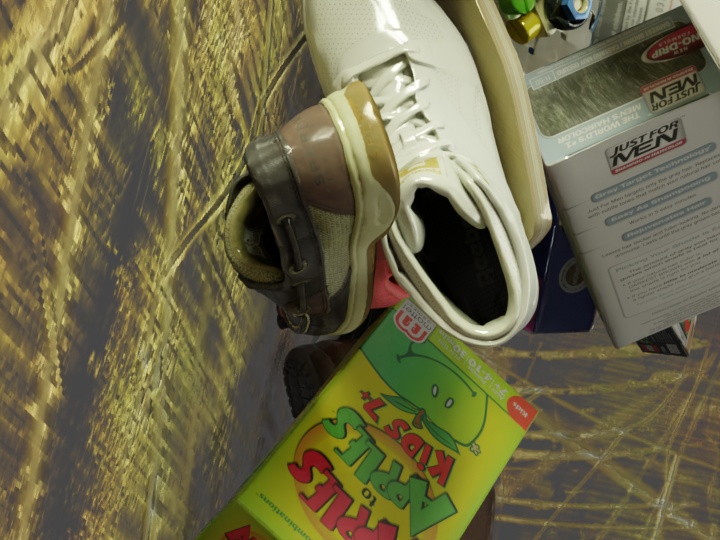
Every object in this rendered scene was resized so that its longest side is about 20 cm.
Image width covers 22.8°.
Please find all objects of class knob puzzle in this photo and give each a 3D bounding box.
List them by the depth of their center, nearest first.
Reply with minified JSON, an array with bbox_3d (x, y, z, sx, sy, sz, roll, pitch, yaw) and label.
[{"bbox_3d":[0.047,-0.083,0.923,0.220,0.030,0.221,45,-37,47],"label":"knob puzzle"}]

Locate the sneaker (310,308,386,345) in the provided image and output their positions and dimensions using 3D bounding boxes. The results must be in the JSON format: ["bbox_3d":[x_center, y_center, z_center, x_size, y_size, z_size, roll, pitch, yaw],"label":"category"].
[{"bbox_3d":[0.018,0.012,1.104,0.201,0.074,0.080,-55,-160,29],"label":"sneaker"}]

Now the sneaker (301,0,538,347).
[{"bbox_3d":[0.029,-0.059,0.807,0.201,0.073,0.116,64,5,0],"label":"sneaker"}]

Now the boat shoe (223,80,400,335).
[{"bbox_3d":[-0.028,-0.020,0.768,0.200,0.064,0.074,103,-28,-66],"label":"boat shoe"}]

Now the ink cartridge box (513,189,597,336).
[{"bbox_3d":[0.082,-0.050,1.203,0.043,0.199,0.198,33,61,-41],"label":"ink cartridge box"}]

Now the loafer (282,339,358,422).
[{"bbox_3d":[0.009,0.127,1.073,0.076,0.067,0.201,44,-29,54],"label":"loafer"}]

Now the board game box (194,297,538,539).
[{"bbox_3d":[0.009,0.105,0.917,0.048,0.102,0.200,-47,-178,39],"label":"board game box"}]

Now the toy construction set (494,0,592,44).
[{"bbox_3d":[0.106,-0.207,1.013,0.132,0.199,0.092,61,-13,-22],"label":"toy construction set"}]

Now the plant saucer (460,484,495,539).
[{"bbox_3d":[0.044,0.196,1.067,0.200,0.034,0.202,13,90,-77],"label":"plant saucer"}]

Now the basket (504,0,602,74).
[{"bbox_3d":[0.057,-0.105,1.138,0.200,0.139,0.177,-25,-137,54],"label":"basket"}]

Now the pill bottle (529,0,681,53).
[{"bbox_3d":[0.129,-0.198,1.246,0.114,0.198,0.115,12,90,-83],"label":"pill bottle"}]

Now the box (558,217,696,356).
[{"bbox_3d":[0.180,-0.033,1.137,0.200,0.034,0.111,48,51,-56],"label":"box"}]

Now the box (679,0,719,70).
[{"bbox_3d":[0.175,-0.149,0.890,0.145,0.036,0.200,61,18,9],"label":"box"}]

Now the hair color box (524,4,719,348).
[{"bbox_3d":[0.154,-0.043,0.952,0.200,0.098,0.061,59,9,-56],"label":"hair color box"}]

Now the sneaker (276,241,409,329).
[{"bbox_3d":[0.000,0.000,0.954,0.200,0.086,0.074,60,43,-81],"label":"sneaker"}]
